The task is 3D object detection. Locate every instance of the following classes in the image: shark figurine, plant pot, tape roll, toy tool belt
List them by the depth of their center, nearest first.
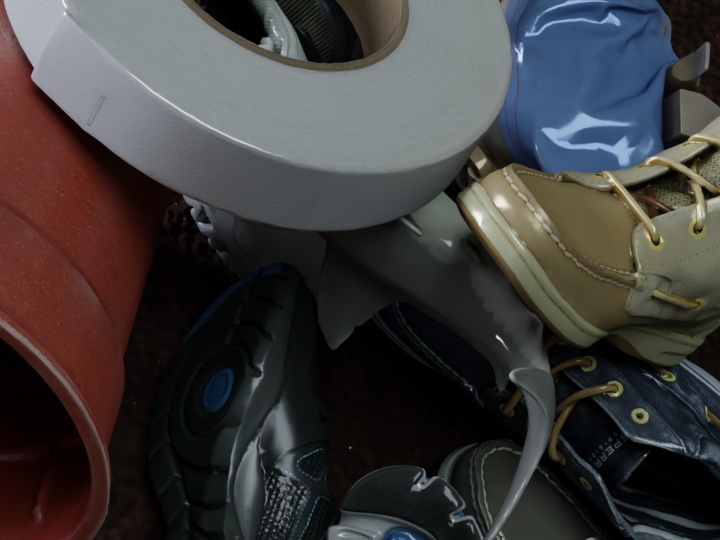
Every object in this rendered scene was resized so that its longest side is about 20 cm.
[{"bbox_3d":[-0.038,-0.103,0.769,0.202,0.037,0.204,18,45,-19],"label":"tape roll"},{"bbox_3d":[-0.159,-0.021,0.773,0.200,0.201,0.196,25,50,-8],"label":"plant pot"},{"bbox_3d":[0.018,0.013,0.807,0.215,0.090,0.128,50,25,23],"label":"shark figurine"},{"bbox_3d":[0.107,-0.058,0.924,0.124,0.123,0.201,6,63,-18],"label":"toy tool belt"}]

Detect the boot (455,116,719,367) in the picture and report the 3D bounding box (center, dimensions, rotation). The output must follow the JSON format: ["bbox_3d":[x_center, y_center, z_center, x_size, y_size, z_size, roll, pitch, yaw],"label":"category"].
[{"bbox_3d":[0.135,-0.036,0.780,0.200,0.155,0.073,20,35,-57],"label":"boot"}]

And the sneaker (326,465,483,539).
[{"bbox_3d":[0.045,0.171,0.818,0.075,0.087,0.201,-14,90,7],"label":"sneaker"}]

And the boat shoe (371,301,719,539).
[{"bbox_3d":[0.089,0.050,0.860,0.200,0.071,0.091,29,21,-12],"label":"boat shoe"}]

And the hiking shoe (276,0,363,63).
[{"bbox_3d":[-0.082,-0.146,0.923,0.200,0.076,0.101,34,54,-3],"label":"hiking shoe"}]

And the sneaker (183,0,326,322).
[{"bbox_3d":[-0.045,-0.063,0.864,0.075,0.081,0.201,-32,106,-14],"label":"sneaker"}]

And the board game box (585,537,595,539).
[{"bbox_3d":[0.044,0.213,0.719,0.148,0.200,0.064,54,27,11],"label":"board game box"}]

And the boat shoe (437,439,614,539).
[{"bbox_3d":[0.103,0.153,0.853,0.072,0.060,0.202,-24,75,-29],"label":"boat shoe"}]

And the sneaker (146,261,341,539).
[{"bbox_3d":[-0.041,0.094,0.834,0.082,0.073,0.201,28,57,-32],"label":"sneaker"}]
